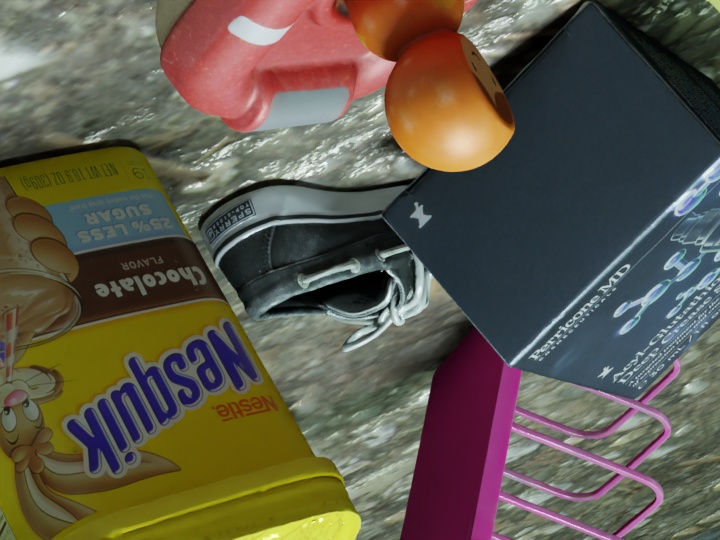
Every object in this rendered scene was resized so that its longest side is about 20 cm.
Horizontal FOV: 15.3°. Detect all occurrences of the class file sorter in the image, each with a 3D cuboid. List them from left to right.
[{"bbox_3d":[0.108,0.136,1.618,0.125,0.201,0.139,21,146,-12],"label":"file sorter"}]

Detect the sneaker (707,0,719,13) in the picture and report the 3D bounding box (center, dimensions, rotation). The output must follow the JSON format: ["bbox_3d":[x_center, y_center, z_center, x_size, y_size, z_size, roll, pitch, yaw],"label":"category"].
[{"bbox_3d":[0.237,-0.108,1.321,0.076,0.106,0.199,-28,161,37],"label":"sneaker"}]

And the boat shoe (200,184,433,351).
[{"bbox_3d":[0.002,-0.001,1.358,0.073,0.068,0.199,-35,161,25],"label":"boat shoe"}]

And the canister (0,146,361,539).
[{"bbox_3d":[-0.110,0.053,1.129,0.148,0.201,0.087,-14,151,-34],"label":"canister"}]

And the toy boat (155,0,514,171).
[{"bbox_3d":[0.020,-0.098,1.013,0.130,0.131,0.200,-10,156,-42],"label":"toy boat"}]

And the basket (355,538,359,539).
[{"bbox_3d":[-0.118,0.180,1.545,0.198,0.162,0.200,-33,160,20],"label":"basket"}]

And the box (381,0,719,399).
[{"bbox_3d":[0.128,-0.030,1.348,0.148,0.107,0.200,-45,158,13],"label":"box"}]
